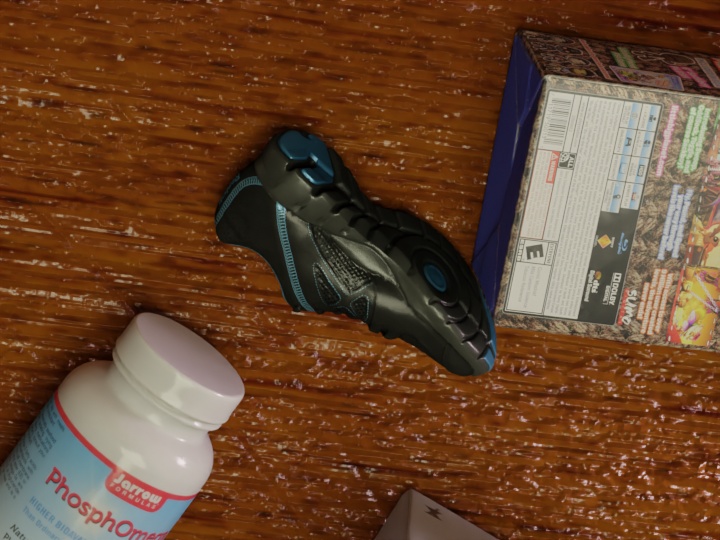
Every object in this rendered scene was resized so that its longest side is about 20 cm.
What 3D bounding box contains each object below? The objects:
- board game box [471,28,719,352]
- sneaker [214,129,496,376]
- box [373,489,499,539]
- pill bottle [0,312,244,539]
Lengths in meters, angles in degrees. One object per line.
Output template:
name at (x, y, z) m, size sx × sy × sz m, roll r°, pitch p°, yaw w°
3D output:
board game box at (0.182, -0.046, 1.644) m, size 0.199 × 0.097 × 0.160 m, roll 7°, pitch 111°, yaw -10°
sneaker at (0.000, 0.000, 1.666) m, size 0.200 × 0.073 × 0.082 m, roll 42°, pitch 118°, yaw -14°
box at (0.067, 0.282, 1.698) m, size 0.198 × 0.200 × 0.172 m, roll 31°, pitch 105°, yaw -7°
pill bottle at (-0.160, 0.128, 1.668) m, size 0.108 × 0.109 × 0.200 m, roll 32°, pitch 105°, yaw -18°
